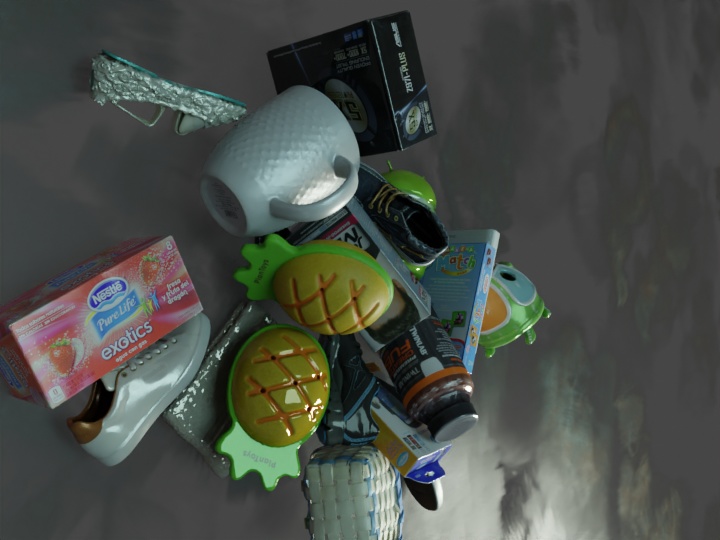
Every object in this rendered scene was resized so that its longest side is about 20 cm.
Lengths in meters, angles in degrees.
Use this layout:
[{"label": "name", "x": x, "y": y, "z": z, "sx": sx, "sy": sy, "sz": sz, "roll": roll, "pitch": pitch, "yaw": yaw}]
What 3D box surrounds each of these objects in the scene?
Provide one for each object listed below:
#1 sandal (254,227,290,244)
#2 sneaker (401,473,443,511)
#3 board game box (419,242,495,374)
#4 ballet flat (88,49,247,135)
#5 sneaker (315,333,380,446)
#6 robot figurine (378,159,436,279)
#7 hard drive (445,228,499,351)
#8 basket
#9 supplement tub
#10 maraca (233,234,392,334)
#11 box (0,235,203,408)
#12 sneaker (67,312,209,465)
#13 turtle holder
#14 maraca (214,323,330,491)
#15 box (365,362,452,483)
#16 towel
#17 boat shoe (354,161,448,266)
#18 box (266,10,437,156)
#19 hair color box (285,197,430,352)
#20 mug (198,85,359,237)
[{"label": "sandal", "x": -0.075, "y": 0.012, "z": 1.076, "sx": 0.201, "sy": 0.045, "sz": 0.076, "roll": 53, "pitch": 53, "yaw": -33}, {"label": "sneaker", "x": 0.108, "y": 0.292, "z": 1.248, "sx": 0.084, "sy": 0.072, "sz": 0.202, "roll": -30, "pitch": 110, "yaw": -40}, {"label": "board game box", "x": 0.126, "y": 0.055, "z": 1.213, "sx": 0.036, "sy": 0.150, "sz": 0.203, "roll": 27, "pitch": 71, "yaw": -44}, {"label": "ballet flat", "x": -0.230, "y": -0.199, "z": 0.906, "sx": 0.198, "sy": 0.071, "sz": 0.073, "roll": 13, "pitch": 80, "yaw": -40}, {"label": "sneaker", "x": -0.018, "y": 0.143, "z": 1.046, "sx": 0.081, "sy": 0.073, "sz": 0.202, "roll": 8, "pitch": 61, "yaw": -16}, {"label": "robot figurine", "x": 0.052, "y": -0.061, "z": 1.160, "sx": 0.174, "sy": 0.115, "sz": 0.203, "roll": 21, "pitch": 75, "yaw": -37}, {"label": "hard drive", "x": 0.150, "y": 0.032, "z": 1.252, "sx": 0.027, "sy": 0.131, "sz": 0.203, "roll": 28, "pitch": 70, "yaw": -42}, {"label": "basket", "x": -0.007, "y": 0.318, "z": 1.090, "sx": 0.200, "sy": 0.137, "sz": 0.179, "roll": 20, "pitch": 62, "yaw": -69}, {"label": "supplement tub", "x": 0.095, "y": 0.143, "z": 1.104, "sx": 0.106, "sy": 0.107, "sz": 0.201, "roll": 14, "pitch": 39, "yaw": -45}, {"label": "maraca", "x": -0.056, "y": 0.016, "z": 0.947, "sx": 0.197, "sy": 0.138, "sz": 0.108, "roll": 16, "pitch": 42, "yaw": -12}, {"label": "box", "x": -0.284, "y": 0.047, "z": 0.814, "sx": 0.199, "sy": 0.102, "sz": 0.096, "roll": -36, "pitch": 115, "yaw": -39}, {"label": "sneaker", "x": -0.247, "y": 0.113, "z": 0.861, "sx": 0.085, "sy": 0.072, "sz": 0.201, "roll": 54, "pitch": 55, "yaw": -35}, {"label": "turtle holder", "x": 0.259, "y": 0.051, "z": 1.366, "sx": 0.185, "sy": 0.140, "sz": 0.132, "roll": -40, "pitch": 100, "yaw": -29}, {"label": "maraca", "x": -0.106, "y": 0.165, "z": 0.945, "sx": 0.136, "sy": 0.107, "sz": 0.202, "roll": 23, "pitch": 68, "yaw": -19}, {"label": "box", "x": 0.047, "y": 0.216, "z": 1.094, "sx": 0.042, "sy": 0.200, "sz": 0.119, "roll": -56, "pitch": 155, "yaw": 17}, {"label": "towel", "x": -0.162, "y": 0.148, "z": 0.993, "sx": 0.133, "sy": 0.034, "sz": 0.201, "roll": 55, "pitch": 54, "yaw": -30}, {"label": "boat shoe", "x": 0.041, "y": -0.091, "z": 1.055, "sx": 0.200, "sy": 0.091, "sz": 0.071, "roll": 42, "pitch": 75, "yaw": -3}, {"label": "box", "x": -0.015, "y": -0.239, "z": 1.029, "sx": 0.086, "sy": 0.198, "sz": 0.166, "roll": -30, "pitch": 112, "yaw": -43}, {"label": "hair color box", "x": 0.000, "y": 0.000, "z": 1.040, "sx": 0.201, "sy": 0.099, "sz": 0.061, "roll": 51, "pitch": 16, "yaw": -13}, {"label": "mug", "x": -0.092, "y": -0.118, "z": 0.951, "sx": 0.175, "sy": 0.199, "sz": 0.149, "roll": -41, "pitch": 138, "yaw": -31}]
